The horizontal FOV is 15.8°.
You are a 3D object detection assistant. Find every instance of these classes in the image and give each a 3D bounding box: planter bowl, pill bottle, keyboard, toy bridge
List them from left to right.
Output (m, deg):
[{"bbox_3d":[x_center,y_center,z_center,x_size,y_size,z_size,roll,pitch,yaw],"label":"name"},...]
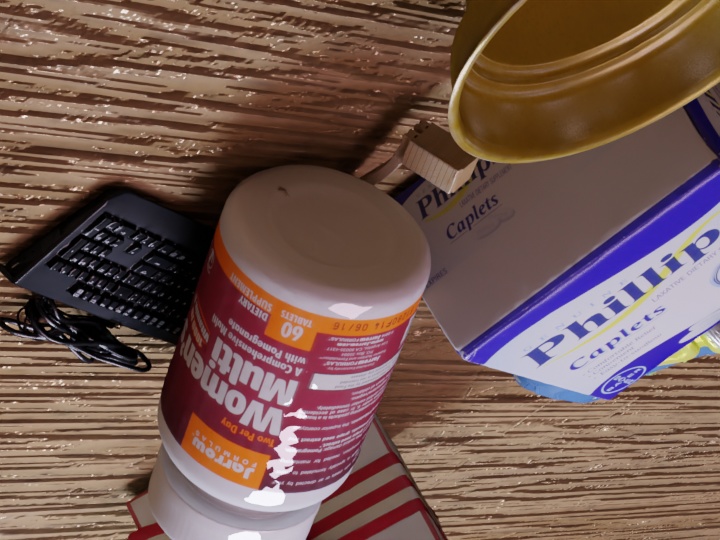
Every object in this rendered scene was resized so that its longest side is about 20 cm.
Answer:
[{"bbox_3d":[-0.109,0.019,1.334,0.104,0.040,0.200,-35,155,15],"label":"keyboard"},{"bbox_3d":[-0.043,0.053,1.334,0.109,0.110,0.200,-10,136,-36],"label":"pill bottle"},{"bbox_3d":[0.000,0.000,1.369,0.027,0.067,0.200,-43,161,-48],"label":"toy bridge"},{"bbox_3d":[0.112,-0.142,1.189,0.200,0.084,0.201,-23,156,-11],"label":"planter bowl"}]

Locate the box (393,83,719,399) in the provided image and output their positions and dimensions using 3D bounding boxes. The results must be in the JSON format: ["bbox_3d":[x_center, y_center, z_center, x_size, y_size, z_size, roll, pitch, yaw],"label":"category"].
[{"bbox_3d":[0.142,-0.027,1.433,0.184,0.105,0.200,-38,155,19],"label":"box"}]

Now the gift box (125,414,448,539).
[{"bbox_3d":[-0.035,0.199,1.605,0.200,0.185,0.187,-34,159,-2],"label":"gift box"}]

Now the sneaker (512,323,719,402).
[{"bbox_3d":[0.182,0.034,1.664,0.200,0.076,0.105,-10,164,-22],"label":"sneaker"}]
